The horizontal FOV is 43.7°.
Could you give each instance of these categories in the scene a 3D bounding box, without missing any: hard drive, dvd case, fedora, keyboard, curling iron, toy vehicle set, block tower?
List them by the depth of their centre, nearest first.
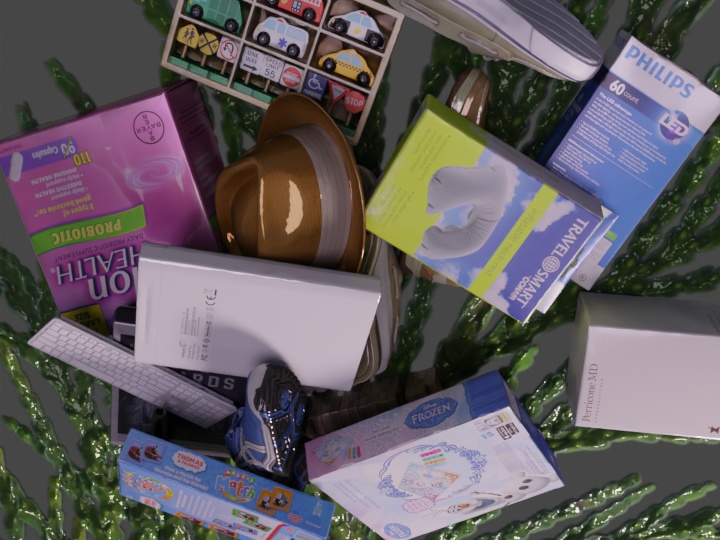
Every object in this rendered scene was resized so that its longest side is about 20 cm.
[{"bbox_3d":[-0.092,0.043,0.772,0.196,0.027,0.133,9,134,-8],"label":"hard drive"},{"bbox_3d":[-0.073,-0.054,0.785,0.081,0.199,0.204,-15,113,-33],"label":"fedora"},{"bbox_3d":[-0.071,-0.209,0.813,0.197,0.027,0.126,21,110,0],"label":"toy vehicle set"},{"bbox_3d":[-0.209,0.099,0.838,0.199,0.011,0.056,33,127,-29],"label":"keyboard"},{"bbox_3d":[-0.169,0.117,0.882,0.147,0.025,0.202,9,136,-9],"label":"dvd case"},{"bbox_3d":[-0.011,0.154,0.917,0.197,0.054,0.059,-16,106,12],"label":"block tower"},{"bbox_3d":[-0.198,0.195,0.926,0.049,0.026,0.202,12,138,6],"label":"curling iron"}]

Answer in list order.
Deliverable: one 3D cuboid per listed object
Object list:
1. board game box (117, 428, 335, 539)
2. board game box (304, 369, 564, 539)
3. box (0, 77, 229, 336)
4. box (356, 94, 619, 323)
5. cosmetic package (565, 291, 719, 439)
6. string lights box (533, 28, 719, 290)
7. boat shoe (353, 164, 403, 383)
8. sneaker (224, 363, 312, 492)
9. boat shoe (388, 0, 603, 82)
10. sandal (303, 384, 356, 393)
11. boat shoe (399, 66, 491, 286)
[{"bbox_3d":[-0.134,0.219,0.859,0.197,0.037,0.152,21,152,-5],"label":"board game box"},{"bbox_3d":[0.077,0.189,0.869,0.196,0.044,0.200,-23,140,13],"label":"board game box"},{"bbox_3d":[-0.215,-0.056,0.848,0.173,0.097,0.203,-13,108,11],"label":"box"},{"bbox_3d":[0.109,-0.044,0.767,0.198,0.048,0.123,30,117,-7],"label":"box"},{"bbox_3d":[0.299,0.090,0.839,0.196,0.085,0.110,3,111,5],"label":"cosmetic package"},{"bbox_3d":[0.218,-0.096,0.798,0.102,0.059,0.202,31,110,-5],"label":"string lights box"},{"bbox_3d":[0.000,0.000,0.853,0.074,0.068,0.204,6,102,27],"label":"boat shoe"},{"bbox_3d":[-0.091,0.153,0.826,0.076,0.076,0.202,14,141,12],"label":"sneaker"},{"bbox_3d":[0.115,-0.216,0.775,0.198,0.072,0.062,32,135,-1],"label":"boat shoe"},{"bbox_3d":[-0.091,0.086,0.910,0.199,0.050,0.084,7,125,-8],"label":"sandal"},{"bbox_3d":[0.096,-0.079,0.812,0.075,0.072,0.203,21,121,13],"label":"boat shoe"}]
